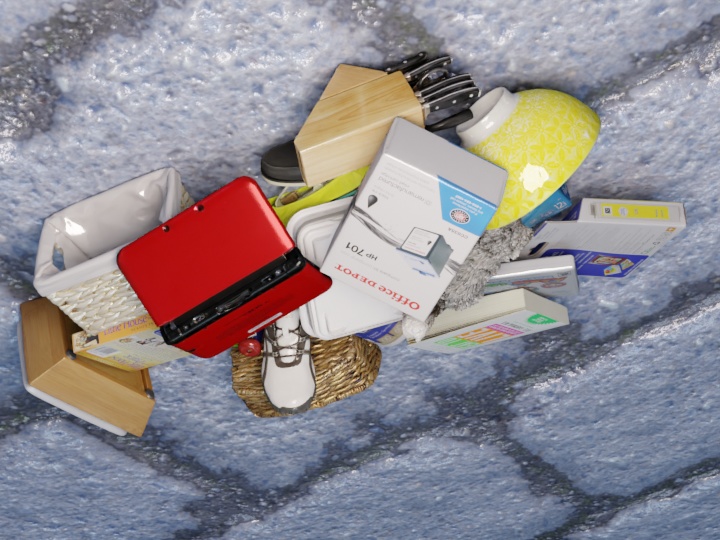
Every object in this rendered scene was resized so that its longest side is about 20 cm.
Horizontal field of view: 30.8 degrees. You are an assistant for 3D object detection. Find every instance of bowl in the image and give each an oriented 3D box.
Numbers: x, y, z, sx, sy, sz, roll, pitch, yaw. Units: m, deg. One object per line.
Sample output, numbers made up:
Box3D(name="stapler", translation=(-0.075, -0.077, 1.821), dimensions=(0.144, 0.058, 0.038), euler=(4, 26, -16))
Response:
Box3D(name="bowl", translation=(0.178, -0.156, 1.578), dimensions=(0.200, 0.200, 0.108), euler=(-36, 109, 30))

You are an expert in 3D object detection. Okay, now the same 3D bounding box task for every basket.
Box3D(name="basket", translation=(-0.296, -0.021, 1.667), dimensions=(0.200, 0.136, 0.123), euler=(-21, 131, 15))
Box3D(name="basket", translation=(-0.074, 0.154, 1.921), dimensions=(0.200, 0.143, 0.149), euler=(-17, 139, 11))

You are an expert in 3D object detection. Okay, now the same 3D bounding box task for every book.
Box3D(name="book", translation=(0.184, 0.075, 1.903), dimensions=(0.200, 0.048, 0.134), euler=(-18, 158, 33))

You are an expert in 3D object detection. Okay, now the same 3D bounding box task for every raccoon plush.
Box3D(name="raccoon plush", translation=(0.143, 0.003, 1.645), dimensions=(0.097, 0.200, 0.134), euler=(34, 139, -14))

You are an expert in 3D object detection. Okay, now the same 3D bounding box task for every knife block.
Box3D(name="knife block", translation=(0.039, -0.173, 1.528), dimensions=(0.175, 0.200, 0.064), euler=(14, 145, 20))

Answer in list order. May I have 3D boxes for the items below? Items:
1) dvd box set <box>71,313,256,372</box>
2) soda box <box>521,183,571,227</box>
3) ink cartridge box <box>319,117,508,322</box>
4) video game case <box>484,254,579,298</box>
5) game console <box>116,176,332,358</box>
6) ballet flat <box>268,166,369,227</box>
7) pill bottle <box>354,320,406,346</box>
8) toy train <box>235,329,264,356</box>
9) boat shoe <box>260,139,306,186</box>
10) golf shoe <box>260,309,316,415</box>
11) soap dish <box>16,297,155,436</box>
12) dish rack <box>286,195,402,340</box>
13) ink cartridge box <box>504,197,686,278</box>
Box3D(name="dvd box set", translation=(-0.260, 0.086, 1.740), dimensions=(0.200, 0.029, 0.146), euler=(-17, 159, 19))
Box3D(name="soda box", translation=(0.176, -0.079, 1.740), dimensions=(0.200, 0.068, 0.064), euler=(-30, 136, 25))
Box3D(name="ink cartridge box", translation=(0.060, -0.056, 1.523), dimensions=(0.146, 0.086, 0.200), euler=(26, 129, -4))
Box3D(name="video game case", translation=(0.202, 0.019, 1.825), dimensions=(0.200, 0.024, 0.182), euler=(-8, 167, 10))
Box3D(name="game console", translation=(-0.163, 0.001, 1.600), dimensions=(0.200, 0.119, 0.172), euler=(-30, 158, 10))
Box3D(name="ballet flat", translation=(-0.043, -0.113, 1.673), dimensions=(0.200, 0.067, 0.067), euler=(-32, 106, 28))
Box3D(name="pill bottle", translation=(-0.020, 0.019, 1.786), dimensions=(0.200, 0.120, 0.120), euler=(24, 131, -33))
Box3D(name="toy train", translation=(-0.195, 0.033, 1.814), dimensions=(0.116, 0.085, 0.200), euler=(4, 141, 6))
Box3D(name="boat shoe", translation=(-0.029, -0.156, 1.607), dimensions=(0.201, 0.074, 0.063), euler=(-12, 144, 3))
Box3D(name="golf shoe", translation=(-0.104, 0.101, 1.804), dimensions=(0.078, 0.200, 0.095), euler=(-7, 146, -1))
Box3D(name="soap dish", translation=(-0.382, 0.131, 1.837), dimensions=(0.081, 0.157, 0.200), euler=(-41, 132, 18))
Box3D(name="dish rack", translation=(0.000, 0.000, 1.681), dimensions=(0.172, 0.044, 0.200), euler=(-15, 123, -9))
Box3D(name="ink cartridge box", translation=(0.309, -0.043, 1.784), dimensions=(0.200, 0.047, 0.198), euler=(4, 159, -13))
